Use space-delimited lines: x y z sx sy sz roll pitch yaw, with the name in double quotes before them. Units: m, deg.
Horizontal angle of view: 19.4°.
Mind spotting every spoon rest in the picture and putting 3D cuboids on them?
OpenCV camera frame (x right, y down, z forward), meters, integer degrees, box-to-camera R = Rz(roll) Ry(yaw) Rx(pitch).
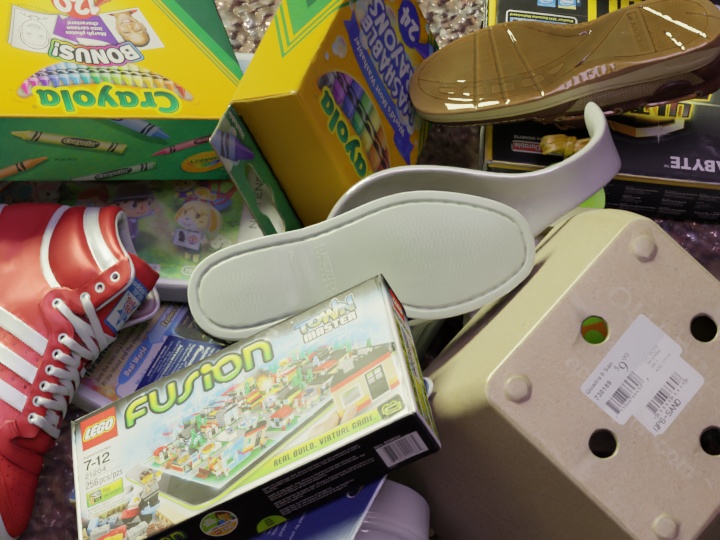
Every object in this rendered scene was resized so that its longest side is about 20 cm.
"spoon rest" 0.068 -0.036 1.245 0.199 0.061 0.100 -28 112 -8

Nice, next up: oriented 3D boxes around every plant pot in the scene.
"plant pot" 0.142 0.083 1.165 0.200 0.177 0.200 43 75 4

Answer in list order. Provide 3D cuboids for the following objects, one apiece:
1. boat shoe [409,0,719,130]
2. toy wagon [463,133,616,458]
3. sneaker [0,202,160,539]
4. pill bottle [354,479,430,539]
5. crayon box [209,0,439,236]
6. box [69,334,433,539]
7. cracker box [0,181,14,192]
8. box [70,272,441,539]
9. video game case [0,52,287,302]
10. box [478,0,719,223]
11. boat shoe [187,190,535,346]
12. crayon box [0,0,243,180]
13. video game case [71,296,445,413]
"boat shoe" 0.132 -0.115 1.320 0.198 0.072 0.073 -14 49 4
"toy wagon" 0.129 0.015 1.299 0.153 0.040 0.202 4 70 -6
"sneaker" -0.171 0.054 1.217 0.111 0.071 0.202 -4 74 6
"pill bottle" -0.009 0.219 1.143 0.111 0.113 0.202 7 60 -3
"crayon box" -0.012 -0.102 1.295 0.051 0.126 0.201 -5 42 30
"box" -0.057 0.102 1.168 0.199 0.032 0.122 7 55 39
"cracker box" -0.323 -0.057 1.277 0.200 0.058 0.134 -39 62 -21
"box" -0.061 0.089 1.133 0.199 0.035 0.111 -26 41 10
"video game case" -0.138 -0.064 1.319 0.198 0.022 0.184 4 57 5
"box" 0.178 -0.116 1.393 0.198 0.049 0.161 6 58 -3
"boat shoe" 0.000 0.000 1.202 0.198 0.060 0.076 -6 83 0
"crayon box" -0.172 -0.116 1.262 0.198 0.058 0.120 -2 53 -30
"video game case" -0.059 0.039 1.291 0.181 0.024 0.201 29 62 10
